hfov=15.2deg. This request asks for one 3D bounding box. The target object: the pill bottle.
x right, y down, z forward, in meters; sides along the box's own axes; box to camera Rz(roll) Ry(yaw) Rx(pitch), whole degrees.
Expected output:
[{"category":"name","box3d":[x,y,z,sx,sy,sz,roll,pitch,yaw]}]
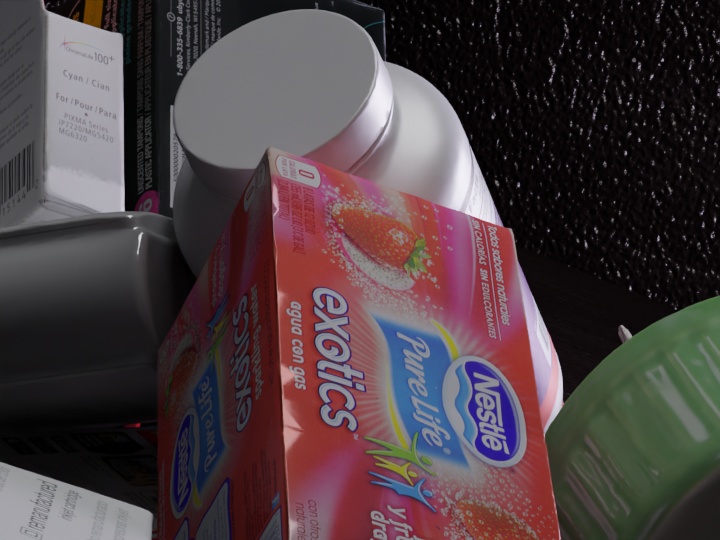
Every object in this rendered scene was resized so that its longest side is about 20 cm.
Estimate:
[{"category":"pill bottle","box3d":[0.000,0.000,1.009,0.112,0.113,0.200,23,-27,37]}]

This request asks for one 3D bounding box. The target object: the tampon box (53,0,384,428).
[{"category":"tampon box","box3d":[-0.097,-0.033,1.229,0.126,0.150,0.200,17,-32,-35]}]

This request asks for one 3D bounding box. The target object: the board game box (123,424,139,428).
[{"category":"board game box","box3d":[-0.084,0.087,1.171,0.158,0.039,0.200,14,8,-38]}]

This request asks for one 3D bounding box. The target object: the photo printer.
[{"category":"photo printer","box3d":[-0.147,0.029,1.049,0.199,0.070,0.166,-9,-9,16]}]

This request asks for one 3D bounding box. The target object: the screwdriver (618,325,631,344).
[{"category":"screwdriver","box3d":[0.156,0.111,1.175,0.028,0.201,0.029,-23,-12,-5]}]

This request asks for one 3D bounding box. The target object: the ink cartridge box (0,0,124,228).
[{"category":"ink cartridge box","box3d":[-0.174,-0.061,1.182,0.045,0.177,0.200,16,-33,-34]}]

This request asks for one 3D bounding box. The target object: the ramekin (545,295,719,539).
[{"category":"ramekin","box3d":[0.159,0.114,0.957,0.199,0.201,0.098,18,13,-12]}]

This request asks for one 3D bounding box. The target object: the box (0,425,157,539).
[{"category":"box","box3d":[-0.069,0.102,0.972,0.110,0.035,0.200,-1,15,-29]}]

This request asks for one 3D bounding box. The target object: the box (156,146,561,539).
[{"category":"box","box3d":[-0.005,0.070,0.855,0.094,0.103,0.200,18,36,-19]}]

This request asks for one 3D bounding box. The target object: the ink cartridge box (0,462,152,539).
[{"category":"ink cartridge box","box3d":[-0.159,0.086,0.692,0.199,0.088,0.145,17,6,-4]}]

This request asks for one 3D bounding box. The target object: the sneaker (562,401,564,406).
[{"category":"sneaker","box3d":[0.031,0.115,1.167,0.067,0.108,0.201,-8,-17,-33]}]
